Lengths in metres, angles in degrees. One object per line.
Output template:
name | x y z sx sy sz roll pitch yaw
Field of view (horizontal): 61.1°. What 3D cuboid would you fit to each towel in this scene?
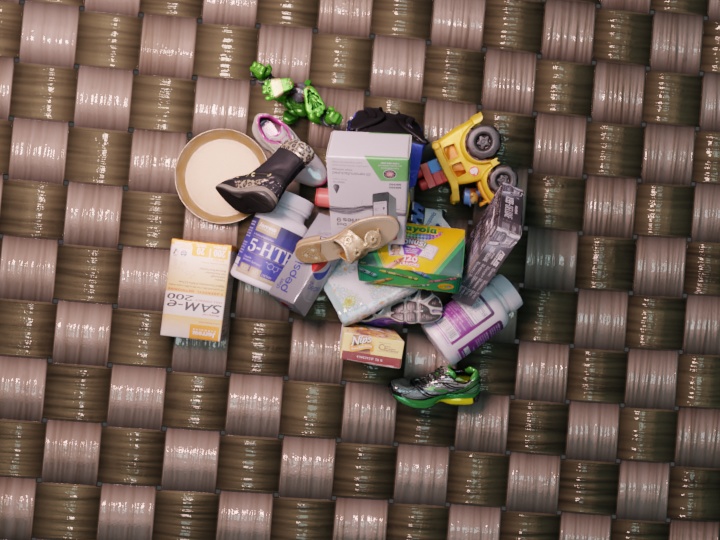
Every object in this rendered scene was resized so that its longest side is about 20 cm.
towel | 0.000 0.000 1.258 0.171 0.048 0.200 -28 58 -3

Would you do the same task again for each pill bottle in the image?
pill bottle | 0.236 0.098 1.282 0.200 0.112 0.112 -36 91 -3
pill bottle | -0.175 -0.061 1.257 0.119 0.120 0.201 22 88 -3

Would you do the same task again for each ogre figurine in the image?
ogre figurine | -0.128 -0.353 1.263 0.199 0.120 0.099 11 93 -2

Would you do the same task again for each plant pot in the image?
plant pot | -0.291 -0.198 1.298 0.199 0.027 0.201 0 89 -3

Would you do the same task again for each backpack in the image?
backpack | 0.037 -0.238 1.236 0.162 0.200 0.168 15 121 -6

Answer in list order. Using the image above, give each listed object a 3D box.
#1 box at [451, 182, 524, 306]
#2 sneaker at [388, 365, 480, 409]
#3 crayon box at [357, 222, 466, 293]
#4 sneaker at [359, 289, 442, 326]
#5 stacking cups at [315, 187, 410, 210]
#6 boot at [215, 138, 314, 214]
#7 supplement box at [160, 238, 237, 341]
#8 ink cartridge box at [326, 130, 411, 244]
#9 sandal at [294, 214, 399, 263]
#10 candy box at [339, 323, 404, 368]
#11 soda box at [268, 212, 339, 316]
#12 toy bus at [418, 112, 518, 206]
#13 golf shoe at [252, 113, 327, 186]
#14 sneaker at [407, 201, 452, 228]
box | 0.251 -0.051 1.207 0.050 0.158 0.200 23 130 -3
sneaker | 0.155 0.234 1.284 0.199 0.078 0.085 -3 119 -10
crayon box | 0.102 -0.030 1.200 0.199 0.058 0.119 7 54 7
sneaker | 0.074 0.080 1.276 0.199 0.083 0.081 -1 70 18
stacking cups | 0.004 -0.144 1.296 0.199 0.061 0.061 5 89 -3
boot | -0.191 -0.190 1.225 0.154 0.203 0.074 -53 126 -20
supplement box | -0.334 0.040 1.270 0.125 0.074 0.201 6 89 -2
ink cartridge box | 0.018 -0.147 1.123 0.145 0.200 0.084 3 45 5
sandal | -0.026 -0.036 1.130 0.211 0.070 0.078 -13 132 19
candy box | 0.018 0.145 1.224 0.115 0.200 0.056 10 90 -3
soda box | -0.097 -0.014 1.228 0.068 0.063 0.200 22 71 28
toy bus | 0.219 -0.202 1.283 0.191 0.136 0.201 -26 93 10
golf shoe | -0.150 -0.251 1.276 0.200 0.092 0.075 41 86 -3
sneaker | 0.155 -0.045 1.294 0.115 0.081 0.200 4 88 -2
